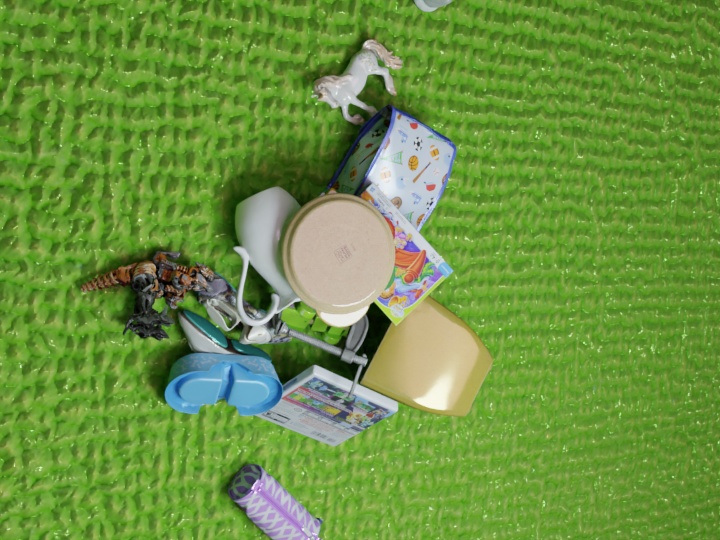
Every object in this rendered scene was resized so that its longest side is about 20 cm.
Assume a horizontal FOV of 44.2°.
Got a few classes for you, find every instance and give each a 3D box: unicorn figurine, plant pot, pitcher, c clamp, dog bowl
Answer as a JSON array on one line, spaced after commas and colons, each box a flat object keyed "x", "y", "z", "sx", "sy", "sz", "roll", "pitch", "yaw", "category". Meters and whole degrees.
[{"x": -0.011, "y": -0.323, "z": 1.564, "sx": 0.137, "sy": 0.073, "sz": 0.202, "roll": 41, "pitch": 61, "yaw": -30, "category": "unicorn figurine"}, {"x": 0.127, "y": 0.166, "z": 1.614, "sx": 0.198, "sy": 0.196, "sz": 0.196, "roll": 28, "pitch": 83, "yaw": 3, "category": "plant pot"}, {"x": -0.153, "y": -0.023, "z": 1.476, "sx": 0.170, "sy": 0.121, "sz": 0.203, "roll": -23, "pitch": 89, "yaw": -25, "category": "pitcher"}, {"x": -0.069, "y": 0.102, "z": 1.508, "sx": 0.198, "sy": 0.027, "sz": 0.172, "roll": 26, "pitch": 53, "yaw": 4, "category": "c clamp"}, {"x": -0.230, "y": 0.189, "z": 1.492, "sx": 0.197, "sy": 0.050, "sz": 0.112, "roll": 5, "pitch": 133, "yaw": -20, "category": "dog bowl"}]

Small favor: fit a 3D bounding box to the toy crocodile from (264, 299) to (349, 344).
[{"x": -0.080, "y": 0.083, "z": 1.599, "sx": 0.197, "sy": 0.062, "sz": 0.068, "roll": 14, "pitch": 128, "yaw": -28, "category": "toy crocodile"}]

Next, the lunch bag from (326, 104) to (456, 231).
[{"x": 0.061, "y": -0.176, "z": 1.587, "sx": 0.169, "sy": 0.124, "sz": 0.202, "roll": 23, "pitch": 106, "yaw": -33, "category": "lunch bag"}]

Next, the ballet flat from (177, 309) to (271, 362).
[{"x": -0.240, "y": 0.138, "z": 1.511, "sx": 0.199, "sy": 0.069, "sz": 0.070, "roll": 33, "pitch": 82, "yaw": -33, "category": "ballet flat"}]

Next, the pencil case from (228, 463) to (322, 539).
[{"x": -0.152, "y": 0.435, "z": 1.604, "sx": 0.084, "sy": 0.085, "sz": 0.200, "roll": -50, "pitch": 119, "yaw": -16, "category": "pencil case"}]

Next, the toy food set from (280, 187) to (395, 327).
[{"x": -0.032, "y": -0.026, "z": 1.436, "sx": 0.200, "sy": 0.049, "sz": 0.199, "roll": 43, "pitch": 81, "yaw": -12, "category": "toy food set"}]

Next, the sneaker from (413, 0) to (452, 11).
[{"x": 0.108, "y": -0.557, "z": 1.573, "sx": 0.076, "sy": 0.092, "sz": 0.201, "roll": -47, "pitch": 119, "yaw": -16, "category": "sneaker"}]

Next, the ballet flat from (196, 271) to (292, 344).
[{"x": -0.203, "y": 0.084, "z": 1.512, "sx": 0.200, "sy": 0.072, "sz": 0.073, "roll": 40, "pitch": 78, "yaw": -26, "category": "ballet flat"}]

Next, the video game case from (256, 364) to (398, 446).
[{"x": -0.064, "y": 0.245, "z": 1.585, "sx": 0.199, "sy": 0.181, "sz": 0.023, "roll": 29, "pitch": 43, "yaw": -32, "category": "video game case"}]

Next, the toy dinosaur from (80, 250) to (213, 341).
[{"x": -0.336, "y": 0.033, "z": 1.418, "sx": 0.196, "sy": 0.102, "sz": 0.138, "roll": -6, "pitch": 71, "yaw": 3, "category": "toy dinosaur"}]

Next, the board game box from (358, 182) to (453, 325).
[{"x": 0.041, "y": -0.028, "z": 1.499, "sx": 0.134, "sy": 0.045, "sz": 0.200, "roll": -43, "pitch": 90, "yaw": 4, "category": "board game box"}]
